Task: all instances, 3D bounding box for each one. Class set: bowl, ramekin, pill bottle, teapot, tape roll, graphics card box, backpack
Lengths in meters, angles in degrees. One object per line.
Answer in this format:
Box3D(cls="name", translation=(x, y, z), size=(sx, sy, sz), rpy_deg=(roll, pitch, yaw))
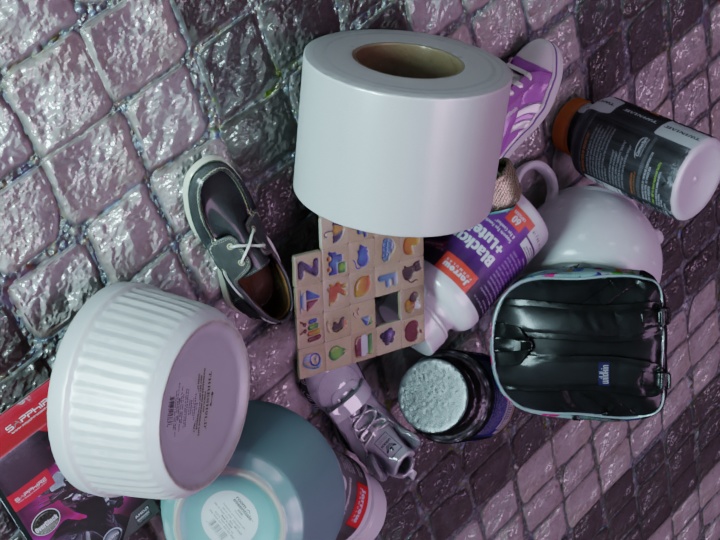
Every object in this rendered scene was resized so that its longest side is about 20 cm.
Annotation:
Box3D(cls="bowl", translation=(-0.120, 0.241, 1.249), size=(0.105, 0.200, 0.202), rpy_deg=(-48, 160, -78))
Box3D(cls="ramekin", translation=(-0.184, 0.116, 1.138), size=(0.200, 0.104, 0.202), rpy_deg=(8, 90, -66))
Box3D(cls="pill bottle", translation=(0.115, 0.151, 1.487), size=(0.112, 0.111, 0.200), rpy_deg=(-62, 160, 4))
Box3D(cls="teapot", translation=(0.286, -0.044, 1.563), size=(0.200, 0.196, 0.147), rpy_deg=(70, 27, -65))
Box3D(cls="pill bottle", translation=(0.328, -0.145, 1.500), size=(0.106, 0.200, 0.107), rpy_deg=(-26, 132, -34))
Box3D(cls="pill bottle", translation=(-0.058, 0.251, 1.406), size=(0.114, 0.114, 0.200), rpy_deg=(-57, 141, -2))
Box3D(cls="tape roll", translation=(0.038, -0.138, 1.197), size=(0.202, 0.202, 0.140), rpy_deg=(-19, 127, -38))
Box3D(cls="graphics card box", translation=(-0.281, 0.200, 1.189), size=(0.125, 0.051, 0.201), rpy_deg=(-38, 137, -25))
Box3D(cls="backpack", translation=(0.249, 0.082, 1.440), size=(0.151, 0.199, 0.179), rpy_deg=(-45, 134, -83))
Box3D(cls="pill bottle", translation=(0.116, -0.002, 1.433), size=(0.200, 0.111, 0.112), rpy_deg=(-48, 139, -14))

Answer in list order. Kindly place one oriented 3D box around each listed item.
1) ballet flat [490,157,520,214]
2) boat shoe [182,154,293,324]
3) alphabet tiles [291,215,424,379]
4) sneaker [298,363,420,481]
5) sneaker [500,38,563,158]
Box3D(cls="ballet flat", translation=(0.080, -0.080, 1.360), size=(0.199, 0.068, 0.076), rpy_deg=(-18, 118, -9))
Box3D(cls="boat shoe", translation=(-0.114, -0.028, 1.211), size=(0.072, 0.067, 0.201), rpy_deg=(-38, 135, -22))
Box3D(cls="alphabet tiles", translation=(0.000, 0.000, 1.294), size=(0.166, 0.008, 0.201), rpy_deg=(-14, 112, -33))
Box3D(cls="sneaker", translation=(0.005, 0.166, 1.416), size=(0.075, 0.115, 0.200), rpy_deg=(-42, 138, -13))
Box3D(cls="sneaker", translation=(0.146, -0.188, 1.384), size=(0.114, 0.073, 0.201), rpy_deg=(35, 87, -48))
